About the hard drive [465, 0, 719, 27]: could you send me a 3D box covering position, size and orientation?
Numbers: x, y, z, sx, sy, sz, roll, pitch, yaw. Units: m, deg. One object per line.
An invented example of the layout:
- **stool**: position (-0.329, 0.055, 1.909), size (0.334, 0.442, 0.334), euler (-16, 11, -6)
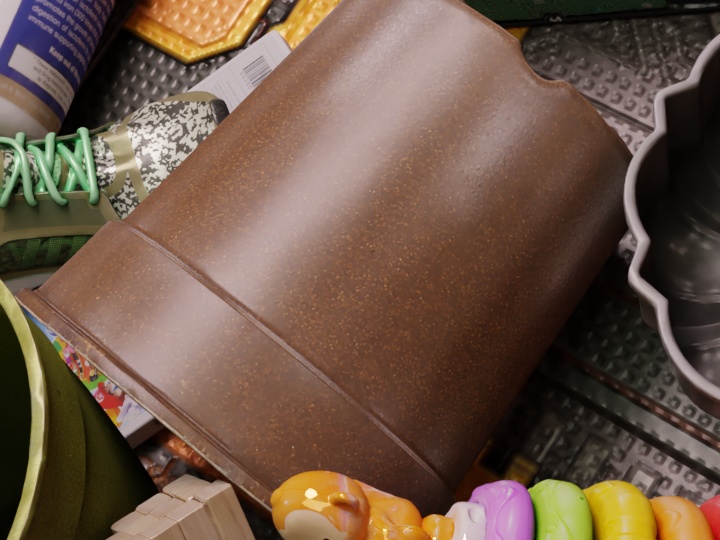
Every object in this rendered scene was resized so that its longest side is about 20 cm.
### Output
- **hard drive**: position (0.110, -0.157, 0.795), size (0.200, 0.140, 0.038), euler (-3, 68, 23)

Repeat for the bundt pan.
- **bundt pan**: position (0.198, -0.003, 0.711), size (0.202, 0.076, 0.202), euler (-1, 66, 2)

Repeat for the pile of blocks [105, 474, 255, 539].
- **pile of blocks**: position (-0.030, 0.152, 0.687), size (0.082, 0.200, 0.062), euler (-55, 25, -15)

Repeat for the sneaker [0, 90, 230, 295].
- **sneaker**: position (-0.155, -0.036, 0.864), size (0.200, 0.089, 0.077), euler (-24, 62, 12)

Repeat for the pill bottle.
- **pill bottle**: position (-0.174, -0.163, 0.929), size (0.116, 0.116, 0.200), euler (16, 76, 27)

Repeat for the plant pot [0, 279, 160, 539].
- **plant pot**: position (-0.159, 0.116, 0.720), size (0.200, 0.193, 0.201), euler (-11, 60, 20)

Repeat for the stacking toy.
- **stacking toy**: position (0.063, 0.110, 0.640), size (0.200, 0.116, 0.110), euler (18, 59, -10)

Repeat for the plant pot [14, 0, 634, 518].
- **plant pot**: position (0.000, 0.000, 0.748), size (0.200, 0.200, 0.198), euler (36, 83, 30)

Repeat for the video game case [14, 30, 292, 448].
- **video game case**: position (-0.089, -0.008, 0.887), size (0.200, 0.018, 0.143), euler (-35, 61, 6)
